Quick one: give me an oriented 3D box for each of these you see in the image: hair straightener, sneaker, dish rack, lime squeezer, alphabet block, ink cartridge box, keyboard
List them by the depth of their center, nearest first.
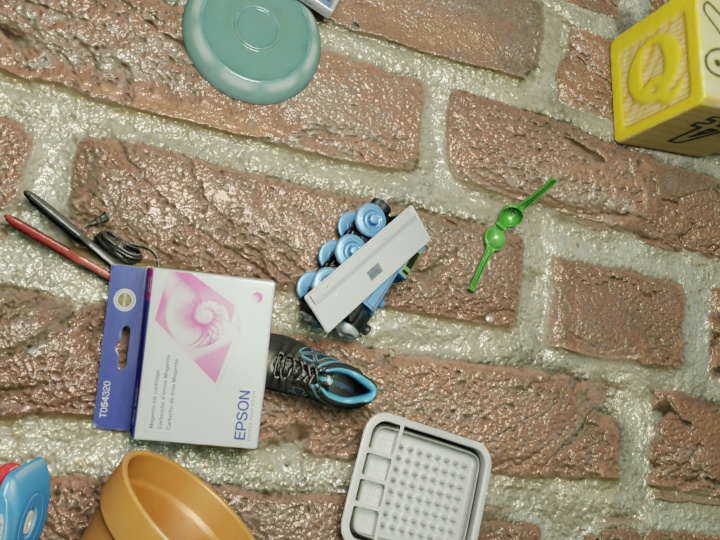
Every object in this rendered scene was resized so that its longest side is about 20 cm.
[{"bbox_3d":[-0.207,0.100,0.790,0.197,0.043,0.200,6,89,-9],"label":"ink cartridge box"},{"bbox_3d":[-0.316,-0.037,0.808,0.199,0.041,0.078,33,71,-13],"label":"hair straightener"},{"bbox_3d":[-0.070,0.125,0.853,0.197,0.082,0.074,17,78,-16],"label":"sneaker"},{"bbox_3d":[0.014,-0.005,0.862,0.200,0.011,0.057,-41,116,-24],"label":"keyboard"},{"bbox_3d":[0.072,0.295,0.900,0.198,0.043,0.174,20,73,-17],"label":"dish rack"},{"bbox_3d":[0.220,-0.057,1.009,0.038,0.071,0.201,31,101,-29],"label":"lime squeezer"},{"bbox_3d":[0.557,-0.316,1.110,0.197,0.196,0.199,6,77,-20],"label":"alphabet block"}]

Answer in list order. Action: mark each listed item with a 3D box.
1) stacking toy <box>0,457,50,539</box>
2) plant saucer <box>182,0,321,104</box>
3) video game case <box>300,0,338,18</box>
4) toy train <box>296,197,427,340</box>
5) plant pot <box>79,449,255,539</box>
[{"bbox_3d":[-0.439,0.244,0.693,0.197,0.110,0.118,11,86,-4],"label":"stacking toy"},{"bbox_3d":[-0.145,-0.332,0.934,0.197,0.027,0.203,4,80,-21],"label":"plant saucer"},{"bbox_3d":[-0.086,-0.486,0.972,0.181,0.022,0.202,29,63,-14],"label":"video game case"},{"bbox_3d":[0.000,0.000,0.903,0.114,0.086,0.201,39,69,-17],"label":"toy train"},{"bbox_3d":[-0.219,0.313,0.715,0.200,0.200,0.140,42,85,-9],"label":"plant pot"}]
